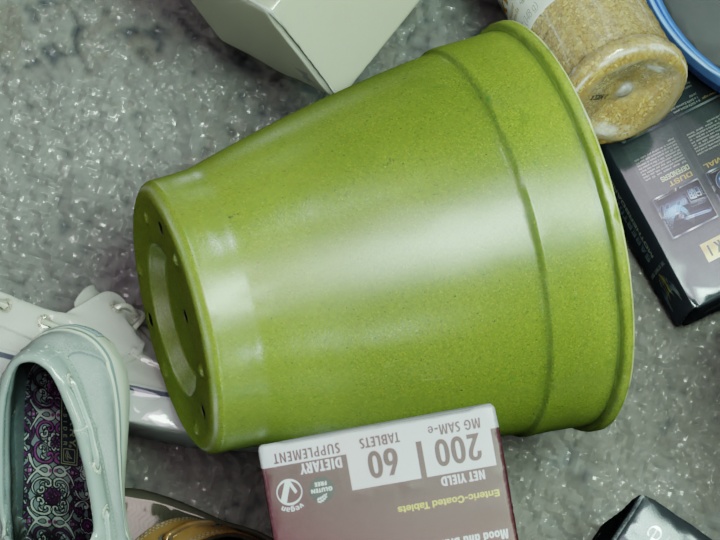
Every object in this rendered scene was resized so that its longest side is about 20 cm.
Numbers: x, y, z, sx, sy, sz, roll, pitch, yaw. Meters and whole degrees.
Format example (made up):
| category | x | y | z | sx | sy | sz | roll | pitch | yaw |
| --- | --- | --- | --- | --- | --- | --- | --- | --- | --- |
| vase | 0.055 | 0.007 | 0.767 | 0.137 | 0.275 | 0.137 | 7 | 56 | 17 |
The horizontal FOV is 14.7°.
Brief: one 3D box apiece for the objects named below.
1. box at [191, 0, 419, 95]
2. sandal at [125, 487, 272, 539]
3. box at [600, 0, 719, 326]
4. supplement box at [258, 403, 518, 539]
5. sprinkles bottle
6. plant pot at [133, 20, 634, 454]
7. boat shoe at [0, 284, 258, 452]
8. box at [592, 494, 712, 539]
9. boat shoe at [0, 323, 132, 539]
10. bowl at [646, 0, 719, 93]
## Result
| category | x | y | z | sx | sy | sz | roll | pitch | yaw |
| --- | --- | --- | --- | --- | --- | --- | --- | --- | --- |
| box | 0.005 | -0.192 | 1.358 | 0.095 | 0.078 | 0.200 | 28 | 75 | 39 |
| sandal | -0.076 | 0.158 | 1.354 | 0.199 | 0.055 | 0.082 | 21 | 76 | 7 |
| box | 0.215 | -0.085 | 1.429 | 0.199 | 0.051 | 0.158 | -27 | 79 | -9 |
| supplement box | 0.024 | 0.167 | 1.227 | 0.108 | 0.061 | 0.201 | -10 | 87 | 0 |
| sprinkles bottle | 0.094 | -0.155 | 1.390 | 0.068 | 0.068 | 0.200 | -20 | 53 | -7 |
| plant pot | 0.000 | 0.000 | 1.307 | 0.192 | 0.200 | 0.201 | -13 | 78 | -15 |
| boat shoe | -0.134 | 0.041 | 1.375 | 0.199 | 0.072 | 0.066 | 14 | 81 | 9 |
| box | 0.154 | 0.245 | 1.318 | 0.200 | 0.117 | 0.197 | 34 | 78 | 4 |
| boat shoe | -0.144 | 0.128 | 1.306 | 0.070 | 0.071 | 0.202 | 1 | 98 | 22 |
| bowl | 0.229 | -0.169 | 1.404 | 0.199 | 0.039 | 0.202 | 1 | 75 | -3 |
